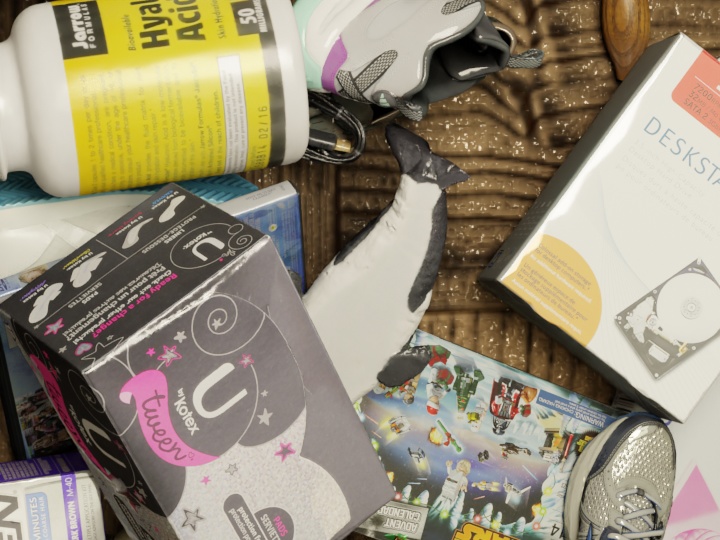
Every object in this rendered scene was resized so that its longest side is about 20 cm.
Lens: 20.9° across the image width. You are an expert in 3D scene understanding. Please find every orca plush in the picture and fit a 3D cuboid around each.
[{"bbox_3d":[0.000,0.000,1.202,0.105,0.071,0.201,11,114,-4],"label":"orca plush"}]

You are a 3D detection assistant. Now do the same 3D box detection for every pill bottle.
[{"bbox_3d":[-0.136,-0.101,1.108,0.199,0.111,0.112,-10,96,-11],"label":"pill bottle"}]

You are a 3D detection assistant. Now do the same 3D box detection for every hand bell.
[{"bbox_3d":[0.174,-0.225,1.292,0.104,0.104,0.201,-13,110,-19],"label":"hand bell"}]

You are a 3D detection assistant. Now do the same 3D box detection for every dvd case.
[{"bbox_3d":[-0.124,0.033,1.176,0.200,0.018,0.143,-20,135,-19],"label":"dvd case"}]

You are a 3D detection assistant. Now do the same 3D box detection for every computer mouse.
[{"bbox_3d":[-0.094,-0.094,1.184,0.199,0.034,0.059,6,94,-4],"label":"computer mouse"}]

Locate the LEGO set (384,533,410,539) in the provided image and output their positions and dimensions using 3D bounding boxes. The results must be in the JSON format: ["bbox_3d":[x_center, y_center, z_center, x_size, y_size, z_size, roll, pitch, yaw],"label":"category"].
[{"bbox_3d":[0.020,0.250,1.236,0.153,0.116,0.200,20,111,-8],"label":"LEGO set"}]

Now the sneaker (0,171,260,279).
[{"bbox_3d":[-0.146,-0.020,1.183,0.199,0.077,0.081,-5,114,-21],"label":"sneaker"}]

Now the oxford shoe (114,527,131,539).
[{"bbox_3d":[-0.124,0.251,1.202,0.074,0.071,0.201,-19,99,-14],"label":"oxford shoe"}]

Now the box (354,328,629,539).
[{"bbox_3d":[0.065,0.123,1.281,0.200,0.040,0.137,21,86,-21],"label":"box"}]

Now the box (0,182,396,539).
[{"bbox_3d":[-0.089,0.077,1.094,0.132,0.115,0.200,-37,124,-19],"label":"box"}]

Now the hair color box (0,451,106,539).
[{"bbox_3d":[-0.249,0.177,1.145,0.199,0.065,0.110,-7,98,-14],"label":"hair color box"}]

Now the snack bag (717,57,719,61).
[{"bbox_3d":[0.290,-0.060,1.365,0.188,0.021,0.200,-38,105,-15],"label":"snack bag"}]

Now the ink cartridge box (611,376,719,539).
[{"bbox_3d":[0.248,0.168,1.352,0.200,0.043,0.197,20,86,-19],"label":"ink cartridge box"}]

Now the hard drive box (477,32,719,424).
[{"bbox_3d":[0.199,-0.027,1.272,0.156,0.077,0.200,36,86,-5],"label":"hard drive box"}]

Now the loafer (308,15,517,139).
[{"bbox_3d":[0.006,-0.123,1.232,0.200,0.063,0.072,-22,101,-18],"label":"loafer"}]

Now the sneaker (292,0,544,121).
[{"bbox_3d":[0.055,-0.165,1.196,0.140,0.078,0.200,25,63,16],"label":"sneaker"}]

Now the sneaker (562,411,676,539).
[{"bbox_3d":[0.171,0.192,1.259,0.077,0.085,0.201,16,89,-21],"label":"sneaker"}]
